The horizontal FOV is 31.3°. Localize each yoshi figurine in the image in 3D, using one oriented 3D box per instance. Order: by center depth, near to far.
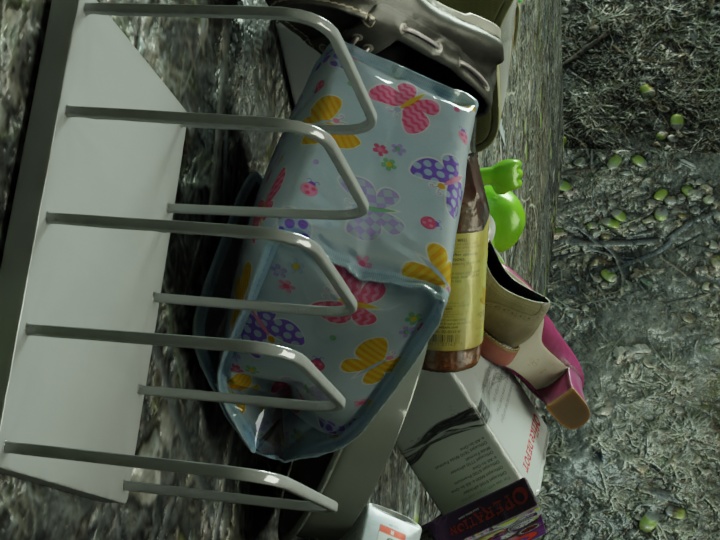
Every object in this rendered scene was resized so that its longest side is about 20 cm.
[{"bbox_3d":[0.082,-0.080,1.125,0.201,0.111,0.112,61,-4,-19],"label":"yoshi figurine"}]

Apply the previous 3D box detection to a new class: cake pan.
[{"bbox_3d":[-0.003,0.098,0.885,0.200,0.036,0.202,-157,-90,-83],"label":"cake pan"}]

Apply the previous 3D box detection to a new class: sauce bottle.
[{"bbox_3d":[0.064,-0.029,0.937,0.066,0.065,0.202,-50,146,-69],"label":"sauce bottle"}]

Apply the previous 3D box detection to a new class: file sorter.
[{"bbox_3d":[-0.068,-0.002,0.564,0.139,0.123,0.202,56,39,-71],"label":"file sorter"}]

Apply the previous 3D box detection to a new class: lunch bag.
[{"bbox_3d":[-0.023,-0.002,0.764,0.201,0.126,0.171,118,-11,-49],"label":"lunch bag"}]

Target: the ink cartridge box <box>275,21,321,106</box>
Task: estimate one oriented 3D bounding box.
[{"bbox_3d":[0.008,-0.192,0.948,0.146,0.084,0.201,78,19,-50],"label":"ink cartridge box"}]

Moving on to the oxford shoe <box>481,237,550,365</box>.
[{"bbox_3d":[0.069,-0.016,1.043,0.075,0.200,0.070,-49,177,23],"label":"oxford shoe"}]

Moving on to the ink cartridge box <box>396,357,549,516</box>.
[{"bbox_3d":[0.074,0.102,1.114,0.201,0.083,0.145,57,20,-8],"label":"ink cartridge box"}]

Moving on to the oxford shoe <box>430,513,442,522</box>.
[{"bbox_3d":[0.043,0.282,1.104,0.200,0.075,0.058,-46,148,-11],"label":"oxford shoe"}]

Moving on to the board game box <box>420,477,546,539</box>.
[{"bbox_3d":[0.051,0.229,1.020,0.120,0.199,0.032,60,5,-70],"label":"board game box"}]

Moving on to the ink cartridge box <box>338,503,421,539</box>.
[{"bbox_3d":[-0.026,0.274,0.830,0.201,0.050,0.163,-78,-164,-44],"label":"ink cartridge box"}]

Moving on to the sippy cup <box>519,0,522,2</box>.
[{"bbox_3d":[0.083,-0.309,1.149,0.140,0.129,0.179,81,18,-47],"label":"sippy cup"}]

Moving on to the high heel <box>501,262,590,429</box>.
[{"bbox_3d":[0.142,0.048,1.144,0.200,0.067,0.096,47,14,-25],"label":"high heel"}]

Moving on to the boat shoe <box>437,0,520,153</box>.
[{"bbox_3d":[0.081,-0.191,0.943,0.069,0.074,0.202,-72,169,-65],"label":"boat shoe"}]

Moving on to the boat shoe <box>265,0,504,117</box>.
[{"bbox_3d":[0.022,-0.138,0.789,0.199,0.066,0.058,7,80,-46],"label":"boat shoe"}]
